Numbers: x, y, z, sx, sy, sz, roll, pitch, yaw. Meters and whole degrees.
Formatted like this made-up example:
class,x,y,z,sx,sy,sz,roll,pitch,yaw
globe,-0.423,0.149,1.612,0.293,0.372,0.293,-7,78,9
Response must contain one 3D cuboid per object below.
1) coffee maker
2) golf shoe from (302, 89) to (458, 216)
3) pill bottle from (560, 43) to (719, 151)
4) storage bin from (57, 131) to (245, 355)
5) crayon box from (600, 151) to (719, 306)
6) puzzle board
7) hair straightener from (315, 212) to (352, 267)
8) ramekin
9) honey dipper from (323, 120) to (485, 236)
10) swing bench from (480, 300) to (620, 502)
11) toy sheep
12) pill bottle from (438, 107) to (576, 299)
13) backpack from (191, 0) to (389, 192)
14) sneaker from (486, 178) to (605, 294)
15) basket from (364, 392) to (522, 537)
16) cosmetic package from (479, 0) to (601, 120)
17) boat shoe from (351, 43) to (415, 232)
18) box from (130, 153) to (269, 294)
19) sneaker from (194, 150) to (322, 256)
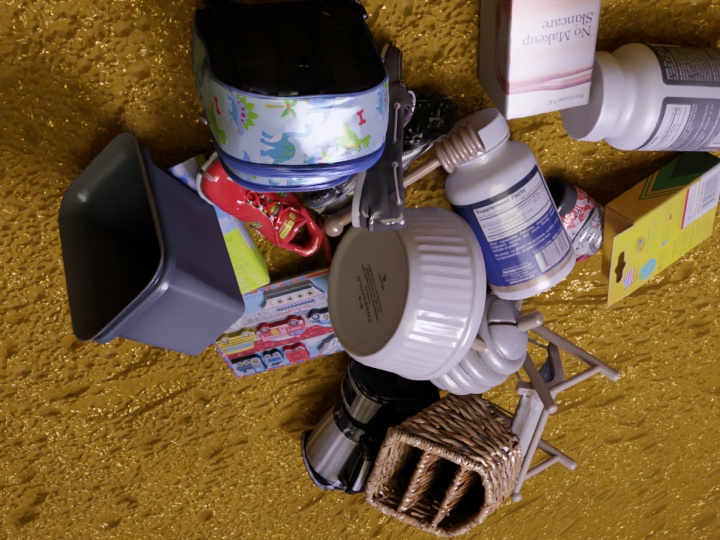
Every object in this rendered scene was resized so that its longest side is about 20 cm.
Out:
class,x,y,z,sx,sy,sz,roll,pitch,yaw
coffee maker,0.030,0.214,1.202,0.190,0.135,0.201,-10,140,-46
golf shoe,0.024,-0.128,0.930,0.198,0.079,0.095,-28,151,9
pill bottle,0.334,-0.194,0.924,0.196,0.117,0.117,-1,131,-15
storage bin,-0.206,-0.007,0.816,0.145,0.202,0.134,-39,139,18
crayon box,0.375,-0.057,1.057,0.198,0.051,0.128,-31,137,-20
puzzle board,-0.102,0.074,1.072,0.197,0.018,0.152,-16,134,11
hair straightener,0.000,0.000,1.043,0.076,0.041,0.202,-17,129,-3
ramekin,0.042,0.021,0.934,0.093,0.204,0.204,8,129,-36
honey dipper,0.041,-0.092,0.887,0.198,0.038,0.038,-31,132,16
swing bench,0.218,0.164,1.137,0.128,0.200,0.201,-18,136,-29
toy sheep,0.135,0.085,1.005,0.198,0.140,0.137,-18,142,42
pill bottle,0.163,-0.078,0.950,0.110,0.111,0.202,-26,110,7
backpack,-0.062,-0.158,0.770,0.180,0.201,0.149,-5,127,-13
sneaker,0.239,-0.019,1.082,0.107,0.068,0.202,22,119,-29
basket,0.110,0.277,1.094,0.148,0.143,0.201,-25,150,-32
cosmetic package,0.180,-0.267,0.832,0.102,0.088,0.202,-13,133,-6
boat shoe,0.034,-0.134,0.845,0.056,0.203,0.067,8,165,6
box,-0.198,-0.042,0.943,0.120,0.048,0.201,-23,132,3
sneaker,-0.098,-0.072,0.890,0.077,0.085,0.200,-53,149,2
